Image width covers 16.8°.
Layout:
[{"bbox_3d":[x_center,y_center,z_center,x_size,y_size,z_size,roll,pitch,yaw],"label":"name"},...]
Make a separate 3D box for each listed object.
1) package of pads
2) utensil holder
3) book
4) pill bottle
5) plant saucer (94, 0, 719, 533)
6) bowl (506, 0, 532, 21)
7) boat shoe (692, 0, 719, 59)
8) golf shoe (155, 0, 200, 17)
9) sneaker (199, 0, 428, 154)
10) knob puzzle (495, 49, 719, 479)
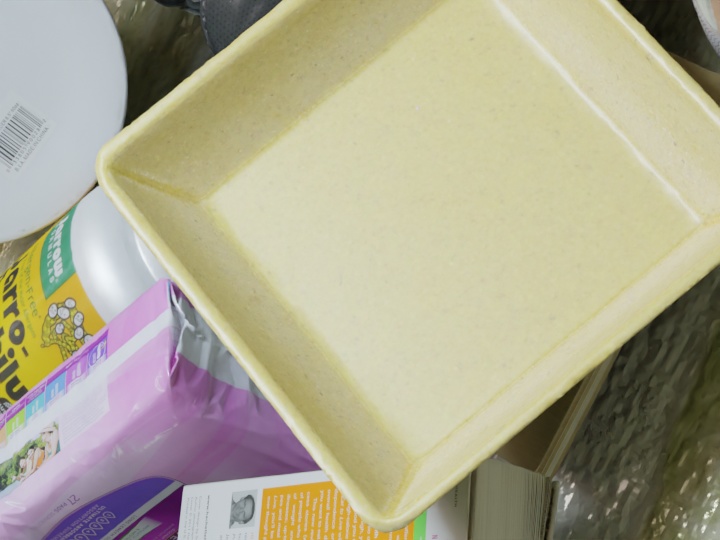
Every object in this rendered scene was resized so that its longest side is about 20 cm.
[{"bbox_3d":[-0.103,0.093,1.138,0.200,0.120,0.076,-39,40,32],"label":"package of pads"},{"bbox_3d":[-0.209,-0.099,1.276,0.200,0.169,0.171,-158,91,-79],"label":"utensil holder"},{"bbox_3d":[-0.012,0.150,0.987,0.199,0.048,0.135,-10,68,49],"label":"book"},{"bbox_3d":[-0.118,0.025,1.202,0.200,0.112,0.113,-38,45,33],"label":"pill bottle"},{"bbox_3d":[0.031,-0.027,0.941,0.200,0.048,0.200,-39,66,-2],"label":"plant saucer"},{"bbox_3d":[0.091,-0.189,1.047,0.200,0.093,0.203,-174,90,-65],"label":"bowl"},{"bbox_3d":[0.173,-0.173,0.973,0.071,0.076,0.202,-5,72,36],"label":"boat shoe"},{"bbox_3d":[-0.014,-0.128,1.176,0.199,0.094,0.078,30,93,39],"label":"golf shoe"},{"bbox_3d":[-0.009,-0.085,1.056,0.200,0.082,0.074,39,101,35],"label":"sneaker"},{"bbox_3d":[0.071,-0.021,1.055,0.219,0.030,0.221,-30,49,40],"label":"knob puzzle"}]
